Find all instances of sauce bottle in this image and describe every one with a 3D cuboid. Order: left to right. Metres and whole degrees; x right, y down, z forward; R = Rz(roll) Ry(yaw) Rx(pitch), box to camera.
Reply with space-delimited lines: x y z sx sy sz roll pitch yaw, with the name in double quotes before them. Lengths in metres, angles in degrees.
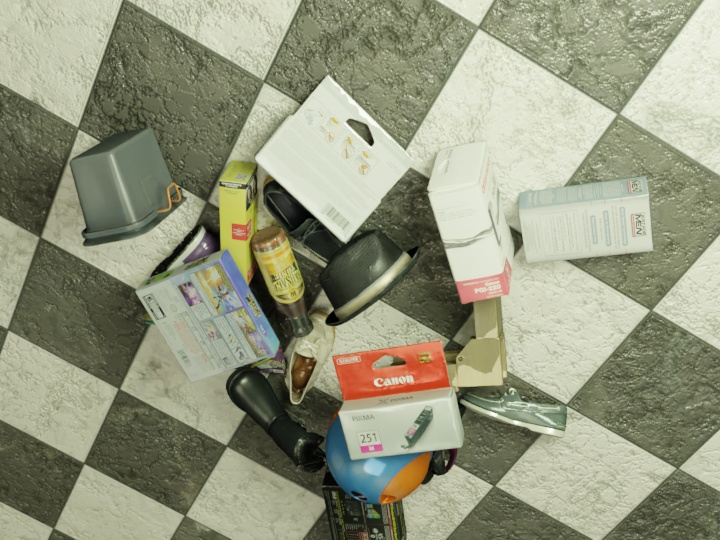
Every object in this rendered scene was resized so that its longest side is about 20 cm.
"sauce bottle" -0.128 0.023 1.606 0.065 0.066 0.203 -11 120 18

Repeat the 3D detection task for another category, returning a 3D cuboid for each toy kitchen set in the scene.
"toy kitchen set" 0.150 0.102 1.606 0.196 0.163 0.185 -4 94 15

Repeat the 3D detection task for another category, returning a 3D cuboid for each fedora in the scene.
"fedora" 0.000 0.000 1.523 0.200 0.201 0.092 -37 98 29

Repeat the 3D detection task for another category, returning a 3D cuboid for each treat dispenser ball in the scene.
"treat dispenser ball" 0.033 0.320 1.697 0.196 0.202 0.204 6 123 8

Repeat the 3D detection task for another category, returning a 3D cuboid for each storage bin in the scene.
"storage bin" -0.373 -0.143 1.505 0.143 0.201 0.137 -8 111 17

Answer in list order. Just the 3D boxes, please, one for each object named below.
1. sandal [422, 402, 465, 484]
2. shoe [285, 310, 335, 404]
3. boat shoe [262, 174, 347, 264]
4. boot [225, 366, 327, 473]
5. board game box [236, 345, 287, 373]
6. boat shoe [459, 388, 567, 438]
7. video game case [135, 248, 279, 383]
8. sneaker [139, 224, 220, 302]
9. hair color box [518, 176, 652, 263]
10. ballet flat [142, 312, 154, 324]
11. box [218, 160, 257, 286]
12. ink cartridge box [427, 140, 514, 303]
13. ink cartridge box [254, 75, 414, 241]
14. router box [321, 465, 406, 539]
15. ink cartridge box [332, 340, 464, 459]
"sandal" 0.157 0.339 1.753 0.048 0.075 0.203 35 127 24
"shoe" -0.094 0.162 1.713 0.069 0.054 0.203 19 124 0
"boat shoe" -0.094 -0.076 1.558 0.074 0.063 0.201 -31 113 25
"boot" -0.148 0.276 1.719 0.167 0.076 0.201 29 158 47
"board game box" -0.240 0.150 1.721 0.195 0.033 0.120 5 157 9
"boat shoe" 0.280 0.249 1.696 0.196 0.073 0.063 16 81 10
"video game case" -0.262 0.081 1.611 0.178 0.046 0.202 -18 114 22
"sneaker" -0.313 0.014 1.658 0.087 0.076 0.199 38 122 -20
"hair color box" 0.352 -0.078 1.460 0.196 0.061 0.101 -6 121 16
"ballet flat" -0.301 0.071 1.701 0.196 0.071 0.072 6 123 10
"box" -0.205 -0.077 1.574 0.049 0.076 0.203 9 122 6
"ink cartridge box" 0.175 -0.076 1.447 0.083 0.147 0.203 -11 120 20
"ink cartridge box" -0.042 -0.177 1.483 0.200 0.044 0.174 42 94 -14
"router box" 0.011 0.489 1.893 0.147 0.062 0.203 0 122 13
"ink cartridge box" 0.058 0.216 1.536 0.196 0.044 0.177 -10 109 17
